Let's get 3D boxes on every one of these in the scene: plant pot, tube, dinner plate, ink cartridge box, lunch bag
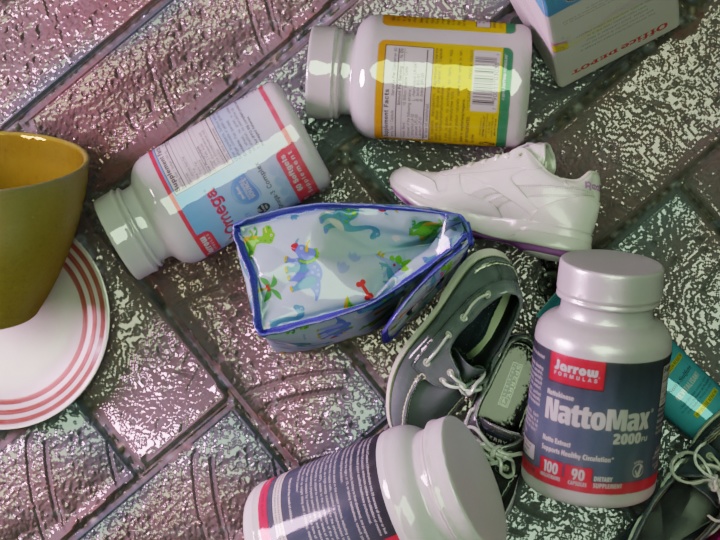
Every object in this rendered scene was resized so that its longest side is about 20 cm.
[{"bbox_3d":[-0.337,-0.030,1.566,0.198,0.200,0.143,2,109,3],"label":"plant pot"},{"bbox_3d":[0.255,0.078,1.600,0.200,0.050,0.078,41,68,1],"label":"tube"},{"bbox_3d":[-0.329,0.047,1.648,0.198,0.024,0.202,0,85,2],"label":"dinner plate"},{"bbox_3d":[0.198,-0.270,1.577,0.128,0.200,0.126,-26,67,0],"label":"ink cartridge box"},{"bbox_3d":[0.000,0.000,1.564,0.198,0.170,0.129,-15,83,-1],"label":"lunch bag"}]

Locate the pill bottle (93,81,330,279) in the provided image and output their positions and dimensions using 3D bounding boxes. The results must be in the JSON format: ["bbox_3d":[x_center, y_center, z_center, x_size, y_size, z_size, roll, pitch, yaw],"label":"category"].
[{"bbox_3d":[-0.135,-0.077,1.608,0.199,0.109,0.109,-31,84,0],"label":"pill bottle"}]

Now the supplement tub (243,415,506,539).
[{"bbox_3d":[0.012,0.219,1.537,0.199,0.140,0.141,-24,84,18],"label":"supplement tub"}]

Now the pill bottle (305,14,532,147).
[{"bbox_3d":[0.052,-0.172,1.606,0.198,0.113,0.114,4,85,2],"label":"pill bottle"}]

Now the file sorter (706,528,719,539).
[{"bbox_3d":[0.345,0.282,1.541,0.200,0.139,0.125,-44,86,-2],"label":"file sorter"}]

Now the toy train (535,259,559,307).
[{"bbox_3d":[0.185,0.021,1.623,0.045,0.034,0.202,-8,85,-2],"label":"toy train"}]

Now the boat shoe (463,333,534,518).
[{"bbox_3d":[0.122,0.154,1.596,0.073,0.068,0.201,23,86,4],"label":"boat shoe"}]

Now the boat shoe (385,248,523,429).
[{"bbox_3d":[0.084,0.078,1.572,0.072,0.062,0.201,14,115,-31],"label":"boat shoe"}]

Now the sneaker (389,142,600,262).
[{"bbox_3d":[0.124,-0.073,1.600,0.199,0.075,0.100,16,88,20],"label":"sneaker"}]

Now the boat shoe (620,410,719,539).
[{"bbox_3d":[0.295,0.192,1.547,0.075,0.062,0.200,45,96,6],"label":"boat shoe"}]

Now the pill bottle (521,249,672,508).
[{"bbox_3d":[0.204,0.090,1.525,0.118,0.120,0.202,4,104,3],"label":"pill bottle"}]
